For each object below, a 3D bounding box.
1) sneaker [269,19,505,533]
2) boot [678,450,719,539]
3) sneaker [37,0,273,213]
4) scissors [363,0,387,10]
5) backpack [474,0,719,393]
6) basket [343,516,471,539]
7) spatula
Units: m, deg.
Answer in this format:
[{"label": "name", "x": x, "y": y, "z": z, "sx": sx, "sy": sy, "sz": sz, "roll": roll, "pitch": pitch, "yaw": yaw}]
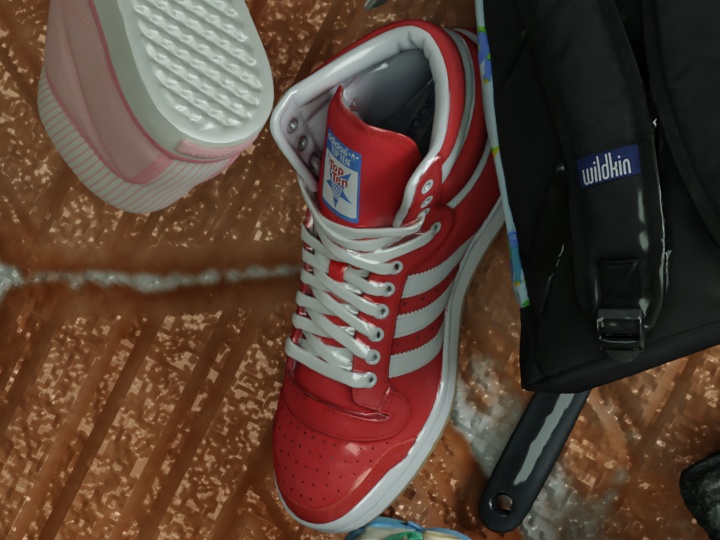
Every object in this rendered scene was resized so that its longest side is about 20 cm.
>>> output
[{"label": "sneaker", "x": 0.000, "y": 0.000, "z": 1.052, "sx": 0.071, "sy": 0.112, "sz": 0.201, "roll": 23, "pitch": 94, "yaw": 26}, {"label": "boot", "x": 0.185, "y": 0.039, "z": 1.070, "sx": 0.157, "sy": 0.079, "sz": 0.212, "roll": -25, "pitch": 97, "yaw": 9}, {"label": "sneaker", "x": -0.093, "y": -0.115, "z": 1.074, "sx": 0.075, "sy": 0.105, "sz": 0.201, "roll": -5, "pitch": 69, "yaw": -26}, {"label": "scissors", "x": 0.065, "y": -0.172, "z": 1.058, "sx": 0.200, "sy": 0.073, "sz": 0.014, "roll": -35, "pitch": 57, "yaw": 12}, {"label": "backpack", "x": 0.115, "y": -0.076, "z": 1.008, "sx": 0.163, "sy": 0.154, "sz": 0.201, "roll": -22, "pitch": 86, "yaw": 25}, {"label": "basket", "x": 0.035, "y": 0.180, "z": 1.043, "sx": 0.176, "sy": 0.200, "sz": 0.140, "roll": 12, "pitch": 119, "yaw": 1}, {"label": "spatula", "x": 0.095, "y": 0.014, "z": 1.103, "sx": 0.056, "sy": 0.021, "sz": 0.201, "roll": 28, "pitch": 104, "yaw": 13}]
